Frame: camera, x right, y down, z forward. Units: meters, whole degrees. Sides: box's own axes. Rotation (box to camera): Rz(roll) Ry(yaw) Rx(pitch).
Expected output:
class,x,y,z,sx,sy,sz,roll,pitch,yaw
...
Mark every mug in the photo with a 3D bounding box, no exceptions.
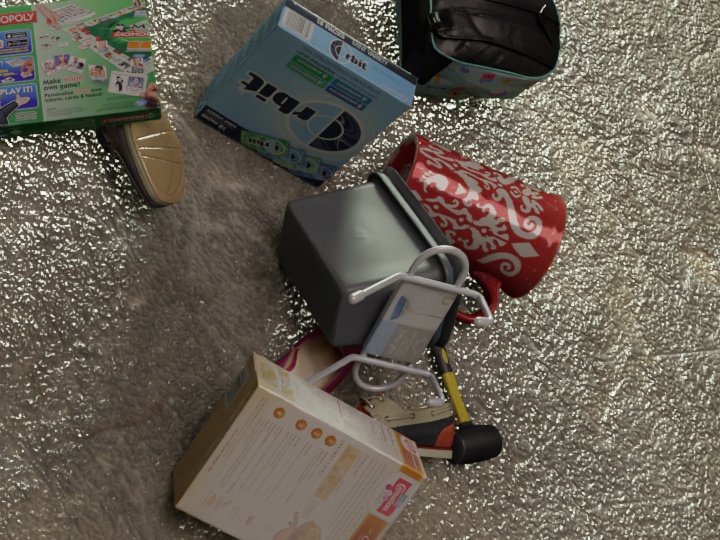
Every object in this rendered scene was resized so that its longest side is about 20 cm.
class,x,y,z,sx,sy,sz,roll,pitch,yaw
mug,0.120,-0.052,1.703,0.198,0.133,0.179,26,51,-18

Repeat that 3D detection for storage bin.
class,x,y,z,sx,sy,sz,roll,pitch,yaw
storage bin,0.000,0.000,1.586,0.133,0.147,0.201,-9,44,-25

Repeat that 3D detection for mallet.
class,x,y,z,sx,sy,sz,roll,pitch,yaw
mallet,0.094,0.126,1.664,0.065,0.041,0.202,-13,73,-41

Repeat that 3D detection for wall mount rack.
class,x,y,z,sx,sy,sz,roll,pitch,yaw
wall mount rack,0.033,0.066,1.480,0.172,0.201,0.075,12,34,-26

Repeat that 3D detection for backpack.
class,x,y,z,sx,sy,sz,roll,pitch,yaw
backpack,0.143,-0.297,1.815,0.198,0.153,0.178,5,68,-22

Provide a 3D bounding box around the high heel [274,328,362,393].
class,x,y,z,sx,sy,sz,roll,pitch,yaw
high heel,-0.049,0.098,1.537,0.199,0.096,0.068,-27,84,-39

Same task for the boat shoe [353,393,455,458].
class,x,y,z,sx,sy,sz,roll,pitch,yaw
boat shoe,0.022,0.164,1.567,0.198,0.071,0.063,10,81,-37

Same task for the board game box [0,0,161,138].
class,x,y,z,sx,sy,sz,roll,pitch,yaw
board game box,-0.309,-0.208,1.493,0.197,0.029,0.136,-7,70,-8

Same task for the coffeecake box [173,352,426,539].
class,x,y,z,sx,sy,sz,roll,pitch,yaw
coffeecake box,-0.060,0.200,1.441,0.199,0.154,0.073,31,16,-19

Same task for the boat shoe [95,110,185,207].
class,x,y,z,sx,sy,sz,roll,pitch,yaw
boat shoe,-0.246,-0.150,1.541,0.072,0.064,0.202,-7,69,-58

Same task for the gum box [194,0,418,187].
class,x,y,z,sx,sy,sz,roll,pitch,yaw
gum box,-0.062,-0.188,1.594,0.169,0.200,0.045,29,55,-20
